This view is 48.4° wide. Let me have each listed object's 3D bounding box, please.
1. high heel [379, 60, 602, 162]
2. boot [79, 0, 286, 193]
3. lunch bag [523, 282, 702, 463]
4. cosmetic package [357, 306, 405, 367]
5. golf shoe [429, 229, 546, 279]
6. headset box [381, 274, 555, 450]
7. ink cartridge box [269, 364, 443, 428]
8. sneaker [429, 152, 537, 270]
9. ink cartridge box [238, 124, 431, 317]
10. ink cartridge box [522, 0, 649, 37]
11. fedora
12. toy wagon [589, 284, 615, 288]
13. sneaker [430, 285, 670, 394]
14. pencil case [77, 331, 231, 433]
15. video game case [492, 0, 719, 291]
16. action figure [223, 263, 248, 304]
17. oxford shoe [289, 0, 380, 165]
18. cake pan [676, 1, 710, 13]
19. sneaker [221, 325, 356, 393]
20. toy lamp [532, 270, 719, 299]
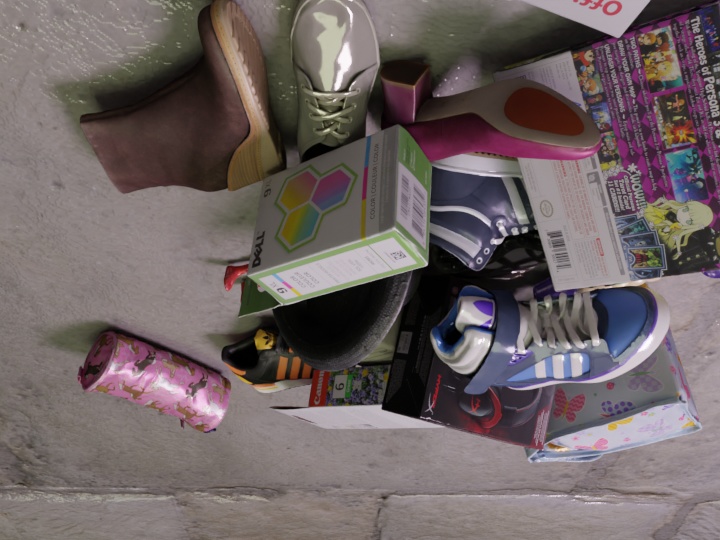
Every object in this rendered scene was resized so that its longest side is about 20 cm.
[{"bbox_3d":[0.103,-0.108,0.661,0.199,0.067,0.097,28,149,31],"label":"high heel"},{"bbox_3d":[-0.157,-0.131,0.670,0.164,0.073,0.201,-5,148,3],"label":"boot"},{"bbox_3d":[0.276,0.126,0.954,0.198,0.171,0.127,-23,142,23],"label":"lunch bag"},{"bbox_3d":[0.070,0.080,0.941,0.199,0.088,0.103,24,155,-32],"label":"cosmetic package"},{"bbox_3d":[0.172,-0.037,0.824,0.198,0.079,0.095,-8,161,14],"label":"golf shoe"},{"bbox_3d":[0.135,0.104,0.871,0.198,0.150,0.075,21,168,-30],"label":"headset box"},{"bbox_3d":[-0.001,0.154,0.963,0.198,0.051,0.109,-9,153,37],"label":"ink cartridge box"},{"bbox_3d":[0.152,-0.051,0.749,0.197,0.070,0.110,10,103,-5],"label":"sneaker"},{"bbox_3d":[-0.038,-0.037,0.684,0.198,0.105,0.059,-16,142,30],"label":"ink cartridge box"},{"bbox_3d":[0.154,-0.261,0.485,0.144,0.084,0.200,13,142,-19],"label":"ink cartridge box"},{"bbox_3d":[0.000,0.000,0.787,0.091,0.203,0.200,6,150,-46],"label":"fedora"},{"bbox_3d":[0.301,-0.033,0.766,0.155,0.040,0.199,-35,162,35],"label":"toy wagon"},{"bbox_3d":[0.159,0.052,0.729,0.146,0.081,0.199,23,145,-36],"label":"sneaker"},{"bbox_3d":[-0.267,0.148,1.053,0.199,0.087,0.082,32,165,-37],"label":"pencil case"},{"bbox_3d":[0.217,-0.090,0.642,0.180,0.036,0.202,-10,107,36],"label":"video game case"},{"bbox_3d":[-0.049,0.001,0.882,0.198,0.052,0.066,-15,139,15],"label":"action figure"},{"bbox_3d":[-0.023,-0.144,0.670,0.074,0.058,0.201,3,143,-2],"label":"oxford shoe"},{"bbox_3d":[0.295,-0.148,0.686,0.198,0.037,0.201,-1,144,0],"label":"cake pan"},{"bbox_3d":[-0.085,0.098,0.993,0.199,0.071,0.090,-22,143,30],"label":"sneaker"},{"bbox_3d":[0.292,0.008,0.890,0.198,0.059,0.058,-17,141,18],"label":"toy lamp"}]
